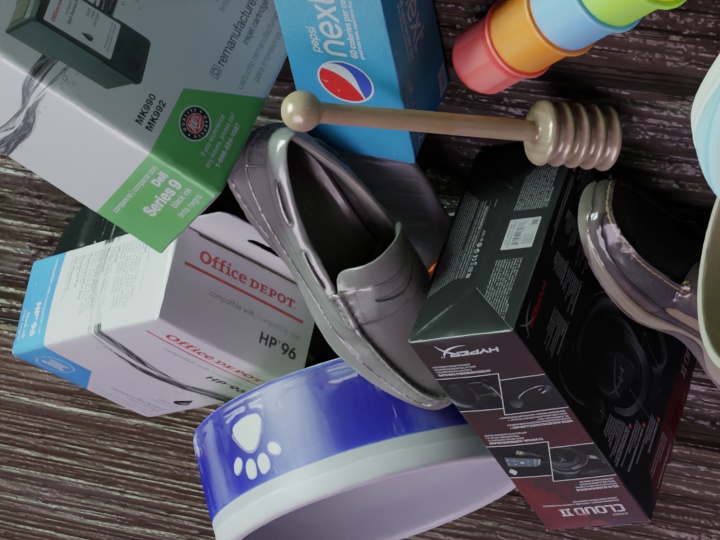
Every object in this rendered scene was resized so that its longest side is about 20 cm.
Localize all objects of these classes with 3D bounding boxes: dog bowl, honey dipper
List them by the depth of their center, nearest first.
[{"bbox_3d":[0.050,-0.079,1.598,0.199,0.038,0.038,3,153,-24],"label":"honey dipper"},{"bbox_3d":[0.000,0.114,1.783,0.199,0.079,0.200,-16,164,-5],"label":"dog bowl"}]

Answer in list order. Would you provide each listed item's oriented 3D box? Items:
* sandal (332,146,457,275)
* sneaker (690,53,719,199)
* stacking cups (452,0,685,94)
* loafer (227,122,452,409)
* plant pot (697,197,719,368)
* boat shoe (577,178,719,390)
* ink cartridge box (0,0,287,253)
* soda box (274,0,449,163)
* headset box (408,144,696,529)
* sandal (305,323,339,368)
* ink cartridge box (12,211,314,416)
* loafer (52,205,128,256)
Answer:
[{"bbox_3d":[0.032,-0.024,1.747,0.079,0.059,0.207,-11,135,12],"label":"sandal"},{"bbox_3d":[0.226,-0.112,1.459,0.073,0.082,0.201,8,129,-11],"label":"sneaker"},{"bbox_3d":[0.121,-0.148,1.540,0.060,0.061,0.200,37,149,-19],"label":"stacking cups"},{"bbox_3d":[0.000,0.000,1.657,0.200,0.070,0.070,49,157,-16],"label":"loafer"},{"bbox_3d":[0.311,-0.002,1.528,0.199,0.188,0.187,20,147,-17],"label":"plant pot"},{"bbox_3d":[0.205,0.004,1.682,0.073,0.075,0.200,-25,133,36],"label":"boat shoe"},{"bbox_3d":[-0.153,-0.130,1.634,0.199,0.146,0.084,32,145,-13],"label":"ink cartridge box"},{"bbox_3d":[-0.004,-0.151,1.591,0.067,0.064,0.201,10,143,19],"label":"soda box"},{"bbox_3d":[0.124,0.045,1.704,0.077,0.149,0.200,-7,136,33],"label":"headset box"},{"bbox_3d":[-0.032,0.081,1.914,0.200,0.081,0.054,42,158,-22],"label":"sandal"},{"bbox_3d":[-0.108,0.029,1.770,0.116,0.068,0.199,27,155,-33],"label":"ink cartridge box"},{"bbox_3d":[-0.132,-0.024,1.842,0.072,0.073,0.200,25,156,-18],"label":"loafer"}]
